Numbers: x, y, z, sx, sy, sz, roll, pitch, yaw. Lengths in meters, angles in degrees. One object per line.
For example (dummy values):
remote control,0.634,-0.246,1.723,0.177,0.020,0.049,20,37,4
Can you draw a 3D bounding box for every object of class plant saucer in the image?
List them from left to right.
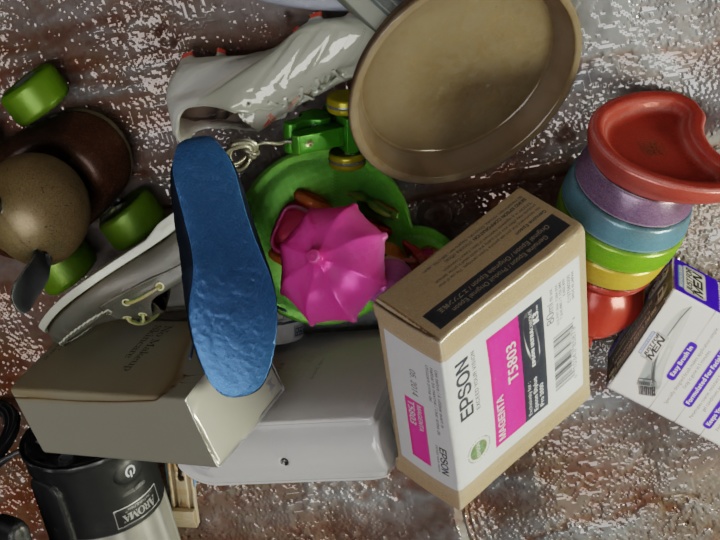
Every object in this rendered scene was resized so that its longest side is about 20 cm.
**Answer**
plant saucer,0.078,-0.154,1.648,0.199,0.030,0.201,-16,135,-17

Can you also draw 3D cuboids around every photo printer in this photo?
photo printer,-0.052,0.113,1.778,0.199,0.167,0.070,-4,116,22

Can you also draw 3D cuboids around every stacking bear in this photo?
stacking bear,0.205,-0.028,1.694,0.113,0.122,0.201,-1,134,-21

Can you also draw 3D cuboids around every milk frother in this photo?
milk frother,-0.268,0.217,1.908,0.180,0.200,0.189,-24,119,-21

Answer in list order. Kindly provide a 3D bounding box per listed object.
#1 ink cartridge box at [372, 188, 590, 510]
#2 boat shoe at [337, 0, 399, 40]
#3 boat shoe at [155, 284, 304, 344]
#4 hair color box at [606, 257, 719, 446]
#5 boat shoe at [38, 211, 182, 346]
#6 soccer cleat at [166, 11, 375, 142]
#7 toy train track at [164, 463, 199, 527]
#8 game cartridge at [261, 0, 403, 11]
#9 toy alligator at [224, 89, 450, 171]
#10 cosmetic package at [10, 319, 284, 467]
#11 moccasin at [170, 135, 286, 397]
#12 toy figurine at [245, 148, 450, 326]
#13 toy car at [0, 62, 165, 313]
ink cartridge box,0.100,0.063,1.662,0.075,0.165,0.201,32,148,33
boat shoe,-0.024,-0.265,1.606,0.071,0.070,0.201,-41,104,1
boat shoe,-0.146,0.028,1.818,0.198,0.072,0.066,1,103,16
hair color box,0.314,0.087,1.748,0.199,0.065,0.110,27,118,-8
boat shoe,-0.174,0.008,1.720,0.201,0.072,0.060,-35,92,18
soccer cleat,-0.063,-0.150,1.699,0.199,0.078,0.069,-13,148,21
toy train track,-0.168,0.148,1.900,0.114,0.033,0.201,1,117,11
game cartridge,-0.052,-0.274,1.667,0.198,0.041,0.134,11,121,6
toy alligator,-0.023,-0.115,1.699,0.199,0.054,0.060,-10,117,-18
cosmetic package,-0.174,0.097,1.725,0.199,0.104,0.073,-1,125,38
moccasin,-0.101,-0.003,1.637,0.080,0.068,0.202,-6,86,-6
toy figurine,0.000,0.000,1.688,0.199,0.184,0.151,24,99,-10
toy car,-0.276,-0.044,1.733,0.157,0.200,0.165,-31,106,23
